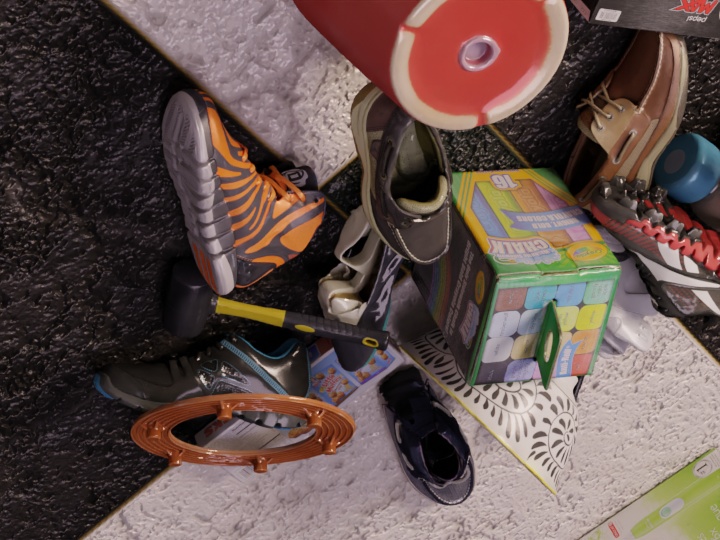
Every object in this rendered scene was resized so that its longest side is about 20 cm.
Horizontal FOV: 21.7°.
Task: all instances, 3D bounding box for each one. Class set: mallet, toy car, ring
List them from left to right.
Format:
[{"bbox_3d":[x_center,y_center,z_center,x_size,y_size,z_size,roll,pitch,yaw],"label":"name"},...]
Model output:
[{"bbox_3d":[-0.104,0.149,1.669,0.200,0.019,0.200,-1,158,-1],"label":"ring"},{"bbox_3d":[-0.072,0.033,1.622,0.200,0.041,0.066,6,128,1],"label":"mallet"},{"bbox_3d":[0.404,-0.116,1.704,0.184,0.177,0.200,29,84,-33],"label":"toy car"}]

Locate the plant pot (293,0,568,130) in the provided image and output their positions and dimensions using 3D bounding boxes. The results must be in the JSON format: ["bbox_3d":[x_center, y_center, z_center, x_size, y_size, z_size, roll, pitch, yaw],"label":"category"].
[{"bbox_3d":[0.059,-0.212,1.421,0.200,0.177,0.201,-13,133,-14],"label":"plant pot"}]

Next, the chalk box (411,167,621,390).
[{"bbox_3d":[0.142,0.017,1.638,0.124,0.200,0.125,-4,130,-21],"label":"chalk box"}]

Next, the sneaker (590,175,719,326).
[{"bbox_3d":[0.272,-0.010,1.665,0.200,0.071,0.098,27,118,-26],"label":"sneaker"}]

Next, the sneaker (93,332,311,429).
[{"bbox_3d":[-0.140,0.091,1.682,0.200,0.073,0.082,6,97,-23],"label":"sneaker"}]

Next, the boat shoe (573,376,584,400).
[{"bbox_3d":[0.190,0.083,1.810,0.074,0.066,0.200,-3,129,-20],"label":"boat shoe"}]

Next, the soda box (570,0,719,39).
[{"bbox_3d":[0.269,-0.239,1.565,0.200,0.071,0.063,4,126,-27],"label":"soda box"}]

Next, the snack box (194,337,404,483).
[{"bbox_3d":[-0.057,0.120,1.759,0.200,0.024,0.072,-38,131,10],"label":"snack box"}]

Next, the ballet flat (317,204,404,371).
[{"bbox_3d":[0.000,0.000,1.652,0.073,0.073,0.200,8,118,-30],"label":"ballet flat"}]

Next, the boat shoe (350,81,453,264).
[{"bbox_3d":[0.041,-0.069,1.535,0.072,0.066,0.201,-28,137,-12],"label":"boat shoe"}]

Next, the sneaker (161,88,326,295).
[{"bbox_3d":[-0.094,-0.080,1.548,0.112,0.078,0.200,-25,136,-17],"label":"sneaker"}]

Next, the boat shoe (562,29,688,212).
[{"bbox_3d":[0.228,-0.129,1.641,0.074,0.076,0.200,-1,128,-19],"label":"boat shoe"}]

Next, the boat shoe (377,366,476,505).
[{"bbox_3d":[0.076,0.189,1.831,0.075,0.093,0.200,-29,134,1],"label":"boat shoe"}]

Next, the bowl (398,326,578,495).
[{"bbox_3d":[0.138,0.105,1.730,0.094,0.201,0.201,-47,133,0],"label":"bowl"}]

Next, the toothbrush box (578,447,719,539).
[{"bbox_3d":[0.348,0.313,2.024,0.200,0.146,0.086,-36,134,9],"label":"toothbrush box"}]

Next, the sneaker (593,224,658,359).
[{"bbox_3d":[0.270,0.027,1.757,0.200,0.115,0.075,9,168,-26],"label":"sneaker"}]
